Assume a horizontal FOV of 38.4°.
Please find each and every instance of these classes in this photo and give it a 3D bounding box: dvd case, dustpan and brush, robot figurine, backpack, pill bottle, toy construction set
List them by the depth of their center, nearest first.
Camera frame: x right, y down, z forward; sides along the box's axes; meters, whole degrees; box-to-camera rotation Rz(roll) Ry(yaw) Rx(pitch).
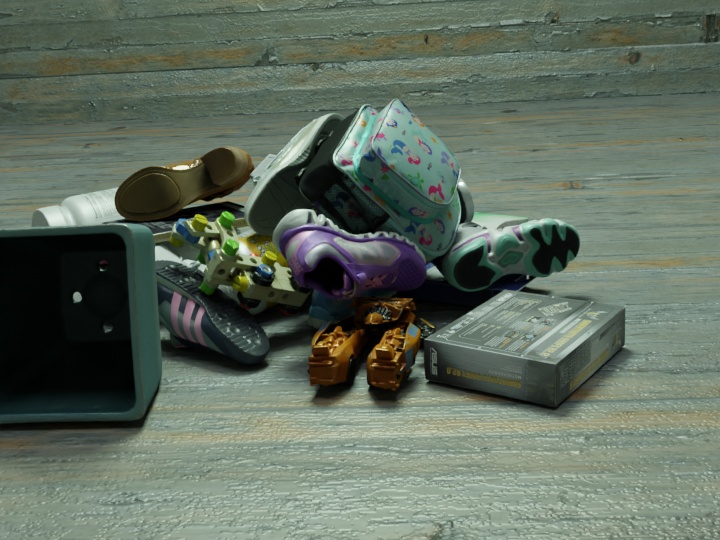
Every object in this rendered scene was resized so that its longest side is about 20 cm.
[{"bbox_3d":[0.014,0.077,1.164,0.142,0.059,0.200,2,18,12],"label":"robot figurine"},{"bbox_3d":[-0.125,-0.015,1.266,0.197,0.093,0.132,-4,41,-33],"label":"toy construction set"},{"bbox_3d":[0.041,-0.100,1.303,0.150,0.200,0.178,-30,20,35],"label":"backpack"},{"bbox_3d":[-0.268,0.007,1.352,0.199,0.057,0.140,-31,17,52],"label":"dustpan and brush"},{"bbox_3d":[-0.124,-0.007,1.371,0.198,0.106,0.104,-27,26,-31],"label":"pill bottle"},{"bbox_3d":[-0.247,-0.067,1.452,0.197,0.016,0.148,-13,16,-28],"label":"dvd case"},{"bbox_3d":[-0.410,-0.068,1.640,0.198,0.116,0.113,-15,20,-35],"label":"pill bottle"}]

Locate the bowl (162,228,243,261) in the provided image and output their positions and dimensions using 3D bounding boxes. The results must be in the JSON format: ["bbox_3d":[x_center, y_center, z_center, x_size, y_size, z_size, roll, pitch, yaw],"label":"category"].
[{"bbox_3d":[-0.244,-0.029,1.522,0.197,0.092,0.201,-3,16,1],"label":"bowl"}]

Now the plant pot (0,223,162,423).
[{"bbox_3d":[-0.309,0.042,1.130,0.192,0.200,0.200,-2,8,4],"label":"plant pot"}]

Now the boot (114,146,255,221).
[{"bbox_3d":[-0.247,-0.120,1.503,0.197,0.075,0.155,-18,-1,5],"label":"boot"}]

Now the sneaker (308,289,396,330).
[{"bbox_3d":[0.000,0.000,1.324,0.077,0.091,0.200,13,31,20],"label":"sneaker"}]

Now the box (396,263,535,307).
[{"bbox_3d":[0.143,0.014,1.401,0.197,0.033,0.121,5,19,31],"label":"box"}]

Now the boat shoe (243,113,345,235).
[{"bbox_3d":[-0.089,-0.127,1.366,0.064,0.075,0.203,4,53,52],"label":"boat shoe"}]

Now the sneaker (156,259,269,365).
[{"bbox_3d":[-0.187,0.069,1.239,0.199,0.083,0.070,37,26,32],"label":"sneaker"}]

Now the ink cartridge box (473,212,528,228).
[{"bbox_3d":[0.141,-0.062,1.584,0.159,0.051,0.198,10,9,39],"label":"ink cartridge box"}]

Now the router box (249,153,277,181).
[{"bbox_3d":[-0.048,-0.074,1.485,0.049,0.180,0.199,-48,37,-20],"label":"router box"}]

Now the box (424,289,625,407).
[{"bbox_3d":[0.185,0.080,1.142,0.156,0.049,0.199,9,20,33],"label":"box"}]

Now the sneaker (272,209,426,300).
[{"bbox_3d":[-0.007,-0.001,1.202,0.197,0.081,0.089,14,37,-28],"label":"sneaker"}]

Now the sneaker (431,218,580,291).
[{"bbox_3d":[0.180,-0.037,1.371,0.196,0.079,0.140,-9,18,-19],"label":"sneaker"}]

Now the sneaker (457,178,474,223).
[{"bbox_3d":[0.087,-0.072,1.450,0.098,0.072,0.200,-24,-2,-19],"label":"sneaker"}]
